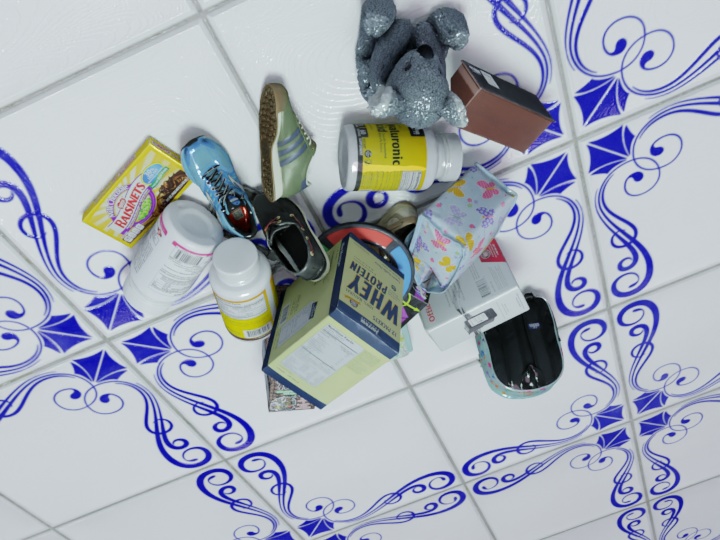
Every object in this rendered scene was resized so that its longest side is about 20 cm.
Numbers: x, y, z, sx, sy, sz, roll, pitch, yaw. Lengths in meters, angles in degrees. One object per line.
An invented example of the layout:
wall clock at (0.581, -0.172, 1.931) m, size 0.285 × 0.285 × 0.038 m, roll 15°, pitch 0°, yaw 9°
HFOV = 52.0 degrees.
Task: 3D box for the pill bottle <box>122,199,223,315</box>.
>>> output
pill bottle at (-0.335, -0.018, 1.302) m, size 0.113 × 0.114 × 0.200 m, roll 23°, pitch 127°, yaw -30°

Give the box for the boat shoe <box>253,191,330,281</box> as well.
boat shoe at (-0.126, -0.066, 1.240) m, size 0.074 × 0.202 × 0.063 m, roll -46°, pitch 150°, yaw 16°

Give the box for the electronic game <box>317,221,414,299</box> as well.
electronic game at (0.000, 0.000, 1.341) m, size 0.197 × 0.042 × 0.202 m, roll 4°, pitch 125°, yaw 5°

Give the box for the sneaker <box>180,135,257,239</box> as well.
sneaker at (-0.222, -0.135, 1.225) m, size 0.078 × 0.090 × 0.201 m, roll -38°, pitch 125°, yaw -10°

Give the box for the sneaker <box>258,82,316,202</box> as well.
sneaker at (-0.116, -0.215, 1.223) m, size 0.089 × 0.067 × 0.202 m, roll -15°, pitch 127°, yaw -29°

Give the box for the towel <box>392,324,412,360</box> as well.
towel at (0.016, 0.132, 1.571) m, size 0.169 × 0.048 × 0.201 m, roll -16°, pitch 133°, yaw 0°

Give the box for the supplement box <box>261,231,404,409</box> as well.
supplement box at (-0.043, 0.085, 1.257) m, size 0.134 × 0.201 × 0.199 m, roll 36°, pitch 124°, yaw -22°

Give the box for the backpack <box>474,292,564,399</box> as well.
backpack at (0.338, 0.174, 1.585) m, size 0.175 × 0.202 × 0.151 m, roll -9°, pitch 153°, yaw -6°

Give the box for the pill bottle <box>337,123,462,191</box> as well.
pill bottle at (0.066, -0.191, 1.249) m, size 0.197 × 0.112 × 0.112 m, roll -2°, pitch 132°, yaw -12°

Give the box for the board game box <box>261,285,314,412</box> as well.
board game box at (-0.140, 0.156, 1.478) m, size 0.096 × 0.160 × 0.201 m, roll -2°, pitch 132°, yaw -13°

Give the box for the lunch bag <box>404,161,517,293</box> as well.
lunch bag at (0.170, -0.066, 1.331) m, size 0.170 × 0.127 × 0.201 m, roll -43°, pitch 162°, yaw -25°

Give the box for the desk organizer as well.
desk organizer at (0.222, -0.265, 1.214) m, size 0.199 × 0.072 × 0.077 m, roll 10°, pitch 134°, yaw -41°

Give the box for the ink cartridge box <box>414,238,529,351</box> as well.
ink cartridge box at (0.213, 0.049, 1.475) m, size 0.198 × 0.146 × 0.084 m, roll -27°, pitch 135°, yaw 11°

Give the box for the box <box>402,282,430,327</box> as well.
box at (0.016, 0.042, 1.433) m, size 0.199 × 0.036 × 0.143 m, roll 30°, pitch 137°, yaw -11°

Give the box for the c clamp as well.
c clamp at (-0.200, -0.067, 1.352) m, size 0.199 × 0.027 × 0.171 m, roll 30°, pitch 118°, yaw -33°

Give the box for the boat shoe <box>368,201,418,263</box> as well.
boat shoe at (0.037, -0.043, 1.406) m, size 0.071 × 0.065 × 0.200 m, roll 23°, pitch 123°, yaw -30°

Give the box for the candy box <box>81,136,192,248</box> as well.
candy box at (-0.375, -0.128, 1.257) m, size 0.102 × 0.027 × 0.200 m, roll 33°, pitch 117°, yaw -33°

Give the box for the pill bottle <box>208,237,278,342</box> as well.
pill bottle at (-0.205, 0.034, 1.305) m, size 0.108 × 0.110 × 0.201 m, roll -10°, pitch 144°, yaw -5°

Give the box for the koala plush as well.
koala plush at (0.079, -0.282, 1.108) m, size 0.175 × 0.201 × 0.185 m, roll 5°, pitch 131°, yaw -18°
